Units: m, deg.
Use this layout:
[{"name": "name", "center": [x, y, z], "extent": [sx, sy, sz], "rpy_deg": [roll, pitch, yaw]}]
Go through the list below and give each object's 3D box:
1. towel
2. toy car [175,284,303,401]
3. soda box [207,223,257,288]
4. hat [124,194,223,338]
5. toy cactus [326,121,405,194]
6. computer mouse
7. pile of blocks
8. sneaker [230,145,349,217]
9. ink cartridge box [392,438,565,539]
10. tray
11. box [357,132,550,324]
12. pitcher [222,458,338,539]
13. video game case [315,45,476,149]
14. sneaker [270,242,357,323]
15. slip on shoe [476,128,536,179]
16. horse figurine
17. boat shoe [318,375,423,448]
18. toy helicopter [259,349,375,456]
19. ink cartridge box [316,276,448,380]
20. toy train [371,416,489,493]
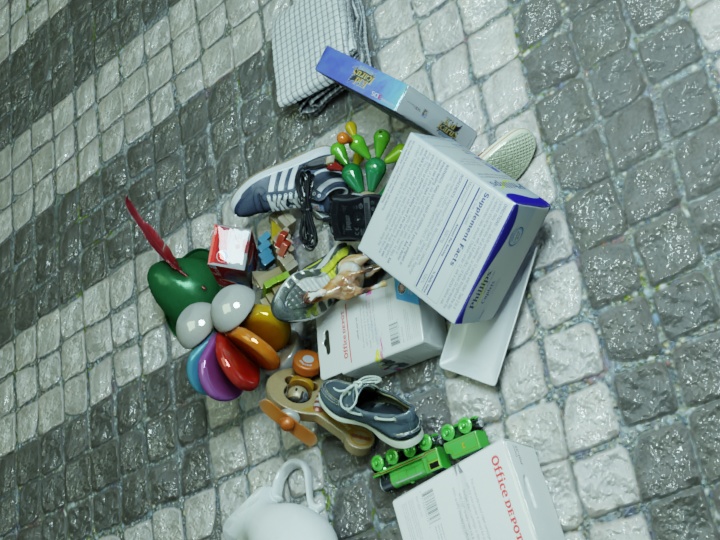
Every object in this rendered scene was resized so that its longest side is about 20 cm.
[{"name": "towel", "center": [-0.064, -0.379, 1.822], "extent": [0.164, 0.085, 0.203], "rpy_deg": [-26, 59, 31]}, {"name": "toy car", "center": [-0.200, 0.134, 1.688], "extent": [0.198, 0.175, 0.152], "rpy_deg": [-23, 35, 37]}, {"name": "soda box", "center": [-0.208, -0.019, 1.761], "extent": [0.062, 0.200, 0.071], "rpy_deg": [9, 79, -1]}, {"name": "hat", "center": [-0.359, 0.015, 1.890], "extent": [0.166, 0.175, 0.201], "rpy_deg": [-49, 50, 18]}, {"name": "toy cactus", "center": [0.018, -0.136, 1.665], "extent": [0.197, 0.102, 0.168], "rpy_deg": [19, 103, 27]}, {"name": "computer mouse", "center": [-0.017, -0.109, 1.638], "extent": [0.197, 0.046, 0.143], "rpy_deg": [-6, 94, 39]}, {"name": "pile of blocks", "center": [-0.139, -0.017, 1.756], "extent": [0.062, 0.080, 0.204], "rpy_deg": [106, 159, -64]}, {"name": "sneaker", "center": [-0.112, -0.118, 1.747], "extent": [0.197, 0.070, 0.109], "rpy_deg": [-28, 59, -3]}, {"name": "ink cartridge box", "center": [0.153, 0.331, 1.390], "extent": [0.199, 0.082, 0.149], "rpy_deg": [-35, 55, 29]}, {"name": "tray", "center": [0.182, 0.053, 1.498], "extent": [0.106, 0.022, 0.204], "rpy_deg": [15, 86, 43]}, {"name": "box", "center": [0.125, -0.059, 1.460], "extent": [0.199, 0.104, 0.186], "rpy_deg": [38, 113, 32]}, {"name": "pitcher", "center": [-0.101, 0.379, 1.593], "extent": [0.199, 0.121, 0.173], "rpy_deg": [19, 74, 54]}, {"name": "video game case", "center": [0.054, -0.256, 1.605], "extent": [0.199, 0.180, 0.046], "rpy_deg": [35, 99, 42]}, {"name": "sneaker", "center": [-0.076, 0.032, 1.651], "extent": [0.084, 0.199, 0.075], "rpy_deg": [-32, 93, 44]}, {"name": "slip on shoe", "center": [0.169, -0.138, 1.542], "extent": [0.200, 0.073, 0.062], "rpy_deg": [-43, 40, 25]}, {"name": "horse figurine", "center": [0.000, 0.000, 1.602], "extent": [0.131, 0.200, 0.051], "rpy_deg": [-21, 107, 26]}, {"name": "boat shoe", "center": [0.009, 0.190, 1.526], "extent": [0.199, 0.074, 0.063], "rpy_deg": [25, 135, 48]}, {"name": "toy helicopter", "center": [-0.065, 0.216, 1.606], "extent": [0.199, 0.131, 0.080], "rpy_deg": [34, 129, 26]}, {"name": "ink cartridge box", "center": [0.029, 0.090, 1.591], "extent": [0.198, 0.067, 0.117], "rpy_deg": [-24, 60, 34]}, {"name": "toy train", "center": [0.096, 0.260, 1.498], "extent": [0.198, 0.041, 0.057], "rpy_deg": [-30, 68, 31]}]
